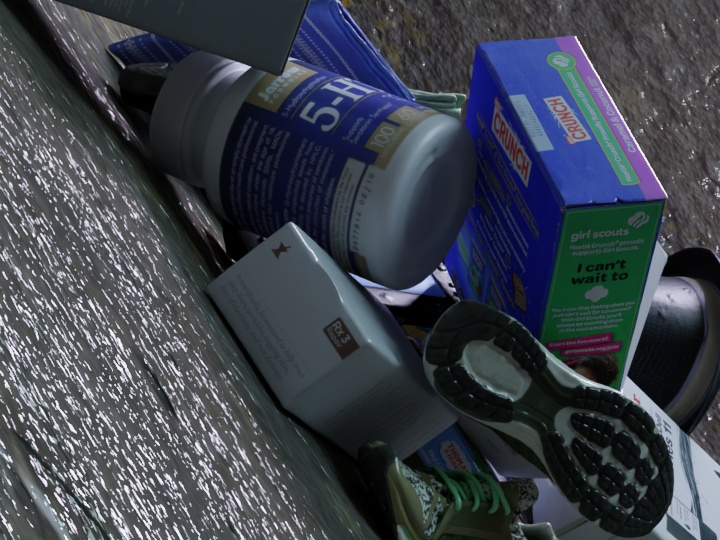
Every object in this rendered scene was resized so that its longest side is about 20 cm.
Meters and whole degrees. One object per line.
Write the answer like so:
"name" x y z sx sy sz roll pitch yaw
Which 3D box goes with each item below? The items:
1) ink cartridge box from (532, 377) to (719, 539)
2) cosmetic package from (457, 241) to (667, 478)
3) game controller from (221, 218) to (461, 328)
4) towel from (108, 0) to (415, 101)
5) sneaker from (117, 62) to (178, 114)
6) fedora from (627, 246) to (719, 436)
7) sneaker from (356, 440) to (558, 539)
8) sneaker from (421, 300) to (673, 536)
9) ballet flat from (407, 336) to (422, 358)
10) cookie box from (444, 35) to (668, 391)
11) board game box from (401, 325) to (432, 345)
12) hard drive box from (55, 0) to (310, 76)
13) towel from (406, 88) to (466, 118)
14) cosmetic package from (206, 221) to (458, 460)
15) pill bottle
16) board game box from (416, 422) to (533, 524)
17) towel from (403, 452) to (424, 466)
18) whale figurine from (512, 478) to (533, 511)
"ink cartridge box" 0.222 0.194 1.779 0.200 0.083 0.147 42 32 -27
"cosmetic package" 0.144 0.040 1.721 0.108 0.085 0.200 52 48 -40
"game controller" 0.000 0.000 1.654 0.200 0.042 0.104 8 24 -31
"towel" -0.071 -0.143 1.791 0.145 0.200 0.024 49 42 -46
"sneaker" -0.095 -0.086 1.717 0.199 0.114 0.076 13 9 -40
"fedora" 0.213 0.059 1.902 0.091 0.201 0.201 18 19 -21
"sneaker" 0.066 0.148 1.500 0.200 0.089 0.077 48 8 -50
"sneaker" 0.115 0.090 1.499 0.200 0.077 0.089 42 -8 -12
"ballet flat" 0.026 0.076 1.700 0.200 0.065 0.071 -88 178 -80
"cookie box" 0.123 -0.024 1.562 0.171 0.075 0.200 -112 -159 -43
"board game box" 0.066 0.005 1.855 0.165 0.200 0.057 51 15 -23
"hard drive box" -0.138 -0.209 1.554 0.200 0.077 0.156 18 16 -14
"towel" -0.032 -0.125 1.884 0.153 0.200 0.023 128 -29 -63
"cosmetic package" -0.014 0.054 1.505 0.102 0.074 0.200 56 7 26
"pill bottle" -0.035 -0.074 1.572 0.200 0.120 0.120 22 -10 26
"board game box" 0.098 0.178 1.753 0.151 0.037 0.200 59 5 4
"towel" 0.082 0.197 1.786 0.086 0.018 0.200 62 7 26
"whale figurine" 0.175 0.199 1.899 0.200 0.104 0.159 50 -32 38
